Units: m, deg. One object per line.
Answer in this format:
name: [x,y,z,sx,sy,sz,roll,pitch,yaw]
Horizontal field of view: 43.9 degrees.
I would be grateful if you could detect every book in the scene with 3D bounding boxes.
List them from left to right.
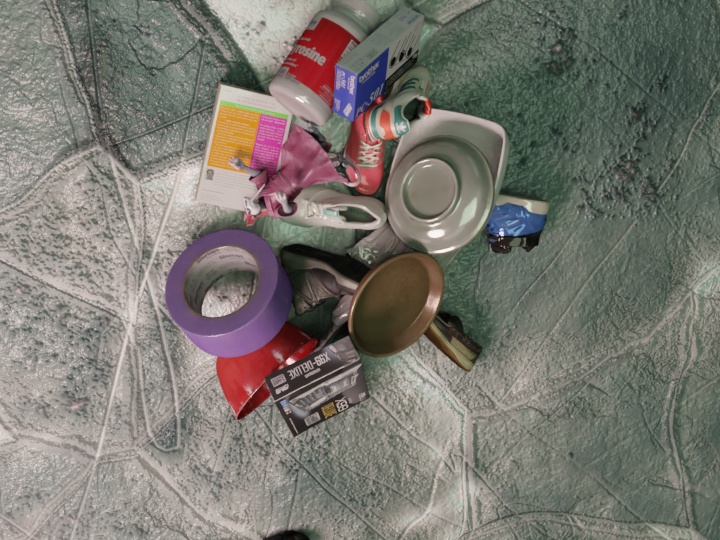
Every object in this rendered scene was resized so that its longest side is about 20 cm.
book: [-0.195,-0.203,1.517,0.132,0.048,0.202,11,104,-17]

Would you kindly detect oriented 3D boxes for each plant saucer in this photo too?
plant saucer: [0.058,0.055,1.512,0.198,0.029,0.202,-20,128,-27]
plant saucer: [0.121,-0.129,1.479,0.198,0.050,0.203,-4,82,29]

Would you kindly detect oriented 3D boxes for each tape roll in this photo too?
tape roll: [-0.219,0.037,1.496,0.198,0.201,0.085,-26,148,-2]

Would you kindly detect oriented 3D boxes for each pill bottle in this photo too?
pill bottle: [-0.053,-0.346,1.455,0.112,0.112,0.201,34,83,-18]

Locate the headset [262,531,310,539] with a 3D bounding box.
headset: [-0.118,0.571,1.729,0.198,0.094,0.125,-14,109,6]

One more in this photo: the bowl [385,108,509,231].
bowl: [0.156,-0.163,1.533,0.198,0.074,0.202,18,91,30]

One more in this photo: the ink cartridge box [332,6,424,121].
ink cartridge box: [0.030,-0.334,1.440,0.044,0.200,0.095,29,144,18]

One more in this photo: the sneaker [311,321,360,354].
sneaker: [-0.055,0.171,1.626,0.077,0.091,0.201,31,99,-16]

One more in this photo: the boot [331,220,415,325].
boot: [0.000,0.000,1.606,0.200,0.074,0.096,-45,99,-1]

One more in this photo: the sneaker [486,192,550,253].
sneaker: [0.237,-0.087,1.612,0.198,0.077,0.113,8,102,-13]

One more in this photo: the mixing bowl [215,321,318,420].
mixing bowl: [-0.179,0.152,1.564,0.200,0.200,0.108,-46,81,5]

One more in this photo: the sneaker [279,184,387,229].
sneaker: [-0.053,-0.104,1.535,0.197,0.089,0.076,3,102,4]

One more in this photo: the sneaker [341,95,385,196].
sneaker: [0.009,-0.223,1.526,0.073,0.087,0.203,-2,107,-9]

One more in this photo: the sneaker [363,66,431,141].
sneaker: [0.088,-0.275,1.476,0.093,0.200,0.071,5,128,33]

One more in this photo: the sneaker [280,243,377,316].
sneaker: [-0.054,0.032,1.561,0.198,0.076,0.115,15,116,25]

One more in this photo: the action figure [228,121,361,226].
action figure: [-0.123,-0.150,1.500,0.200,0.134,0.149,-43,152,15]

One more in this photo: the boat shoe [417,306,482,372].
boat shoe: [0.158,0.110,1.656,0.065,0.073,0.200,-50,128,-10]

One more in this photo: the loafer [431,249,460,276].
loafer: [0.130,-0.009,1.623,0.200,0.070,0.070,-44,118,14]

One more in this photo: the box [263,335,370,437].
box: [-0.069,0.201,1.525,0.156,0.050,0.201,-25,154,-8]
